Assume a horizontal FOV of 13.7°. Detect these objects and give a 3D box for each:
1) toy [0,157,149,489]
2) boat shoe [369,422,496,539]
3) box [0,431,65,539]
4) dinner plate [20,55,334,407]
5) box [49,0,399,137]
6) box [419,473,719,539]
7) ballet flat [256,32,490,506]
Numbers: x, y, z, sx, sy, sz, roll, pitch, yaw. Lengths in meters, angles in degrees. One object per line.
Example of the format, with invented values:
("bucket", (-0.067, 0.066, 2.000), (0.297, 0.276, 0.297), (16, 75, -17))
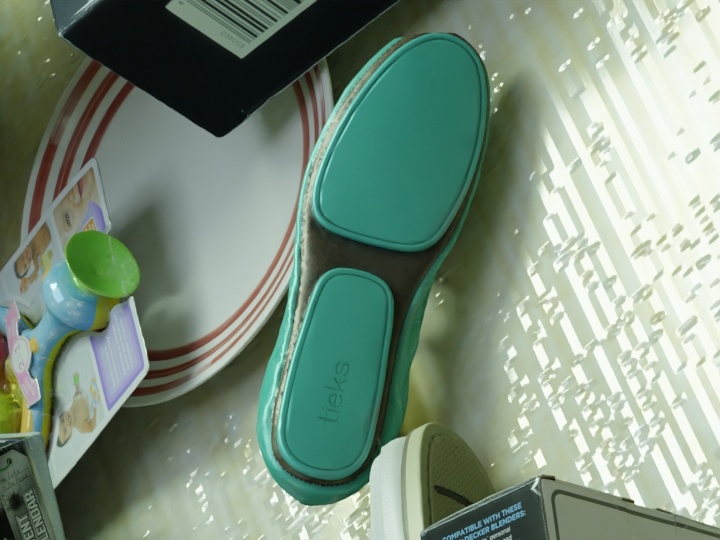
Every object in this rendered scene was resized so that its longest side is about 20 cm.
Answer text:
("toy", (-0.167, 0.051, 1.333), (0.200, 0.047, 0.115), (-46, 49, 37))
("boat shoe", (0.025, 0.156, 1.112), (0.068, 0.075, 0.200), (-26, 59, 29))
("box", (-0.203, 0.144, 1.326), (0.200, 0.040, 0.137), (-6, 100, 43))
("dinner plate", (-0.078, -0.035, 1.323), (0.200, 0.024, 0.200), (-18, 63, 39))
("box", (-0.059, -0.187, 1.279), (0.148, 0.107, 0.200), (-36, 47, 23))
("box", (0.091, 0.179, 1.011), (0.060, 0.117, 0.200), (-28, 58, 37))
("ballet flat", (0.000, 0.000, 1.197), (0.070, 0.067, 0.200), (122, 165, -72))
